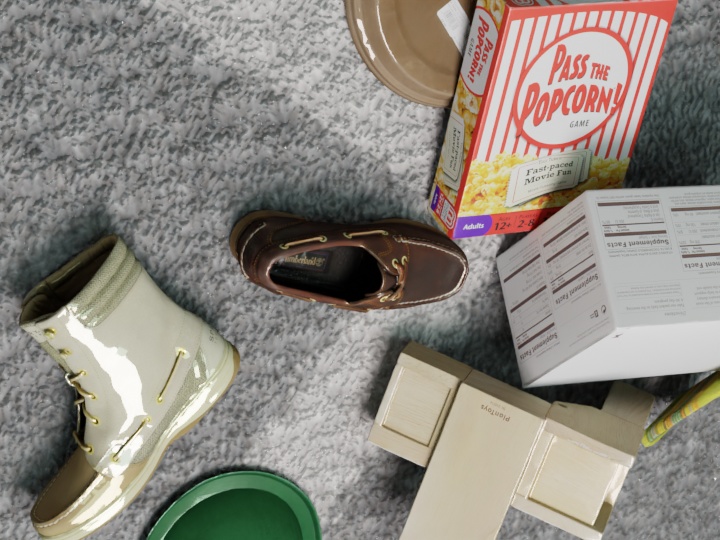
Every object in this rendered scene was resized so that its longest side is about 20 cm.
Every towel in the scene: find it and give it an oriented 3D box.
[{"bbox_3d":[0.314,0.085,1.611,0.018,0.200,0.086,51,44,2],"label":"towel"}]

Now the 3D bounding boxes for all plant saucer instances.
[{"bbox_3d":[0.082,-0.214,1.456,0.198,0.029,0.202,-11,117,-23],"label":"plant saucer"}]

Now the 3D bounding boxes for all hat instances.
[{"bbox_3d":[-0.073,0.281,1.501,0.164,0.176,0.202,-3,113,-25],"label":"hat"}]

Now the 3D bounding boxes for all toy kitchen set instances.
[{"bbox_3d":[0.112,0.159,1.607,0.198,0.180,0.165,24,107,8],"label":"toy kitchen set"}]

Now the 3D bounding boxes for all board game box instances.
[{"bbox_3d":[0.143,-0.125,1.483,0.150,0.046,0.202,-8,128,-26],"label":"board game box"}]

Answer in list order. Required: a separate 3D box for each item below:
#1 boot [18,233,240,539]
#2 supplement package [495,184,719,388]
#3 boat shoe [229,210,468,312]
[{"bbox_3d":[-0.200,0.087,1.420,0.200,0.072,0.155,-48,124,-7],"label":"boot"},{"bbox_3d":[0.234,0.012,1.535,0.198,0.156,0.112,-3,72,-25],"label":"supplement package"},{"bbox_3d":[0.000,0.000,1.483,0.198,0.070,0.071,3,109,-29],"label":"boat shoe"}]
